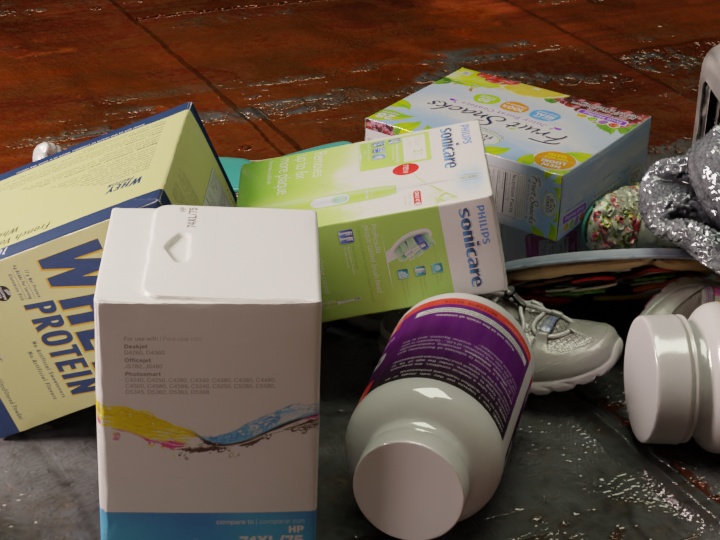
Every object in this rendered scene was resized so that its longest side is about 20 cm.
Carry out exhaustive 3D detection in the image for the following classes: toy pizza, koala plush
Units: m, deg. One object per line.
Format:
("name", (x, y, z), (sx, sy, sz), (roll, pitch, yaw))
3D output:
("toy pizza", (0.202, 0.009, 1.428), (0.199, 0.032, 0.200), (-3, -6, 0))
("koala plush", (0.326, -0.098, 1.335), (0.177, 0.201, 0.184), (10, 17, -43))

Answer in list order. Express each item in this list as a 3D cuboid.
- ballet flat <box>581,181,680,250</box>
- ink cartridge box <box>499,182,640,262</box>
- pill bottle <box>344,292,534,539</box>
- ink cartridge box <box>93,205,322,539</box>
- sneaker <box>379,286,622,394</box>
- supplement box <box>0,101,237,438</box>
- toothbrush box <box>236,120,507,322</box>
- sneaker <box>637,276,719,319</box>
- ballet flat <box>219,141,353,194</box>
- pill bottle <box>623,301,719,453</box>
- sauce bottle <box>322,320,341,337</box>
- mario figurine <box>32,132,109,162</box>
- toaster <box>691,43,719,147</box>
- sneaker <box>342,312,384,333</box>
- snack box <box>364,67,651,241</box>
("ballet flat", (0.263, -0.036, 1.494), (0.064, 0.076, 0.200), (14, 8, 32))
("ink cartridge box", (0.142, -0.056, 1.570), (0.199, 0.085, 0.145), (-7, 28, -20))
("pill bottle", (0.055, 0.104, 1.205), (0.112, 0.113, 0.200), (8, 26, 12))
("ink cartridge box", (-0.101, 0.075, 1.151), (0.145, 0.201, 0.147), (1, 26, -3))
("sneaker", (0.107, 0.042, 1.343), (0.199, 0.082, 0.075), (6, 28, 17))
("supplement box", (-0.201, -0.005, 1.311), (0.199, 0.135, 0.200), (-20, 24, 10))
("toothbrush box", (0.007, -0.036, 1.330), (0.199, 0.086, 0.146), (-9, 27, 5))
("sneaker", (0.308, 0.052, 1.365), (0.199, 0.082, 0.088), (-10, 27, -21))
("ballet flat", (-0.091, -0.075, 1.619), (0.199, 0.070, 0.070), (-7, 27, -5))
("pill bottle", (0.305, 0.079, 1.273), (0.199, 0.115, 0.114), (0, 26, -6))
("sauce bottle", (-0.072, 0.056, 1.347), (0.064, 0.065, 0.200), (15, 31, 26))
("mario figurine", (-0.270, -0.074, 1.548), (0.123, 0.106, 0.200), (46, 48, 8))
("toaster", (0.390, -0.102, 1.583), (0.118, 0.201, 0.181), (-3, 34, -5))
("sneaker", (0.000, 0.000, 1.447), (0.199, 0.082, 0.075), (7, 26, 10))
("snack box", (0.129, -0.107, 1.501), (0.199, 0.068, 0.168), (18, 31, 31))
